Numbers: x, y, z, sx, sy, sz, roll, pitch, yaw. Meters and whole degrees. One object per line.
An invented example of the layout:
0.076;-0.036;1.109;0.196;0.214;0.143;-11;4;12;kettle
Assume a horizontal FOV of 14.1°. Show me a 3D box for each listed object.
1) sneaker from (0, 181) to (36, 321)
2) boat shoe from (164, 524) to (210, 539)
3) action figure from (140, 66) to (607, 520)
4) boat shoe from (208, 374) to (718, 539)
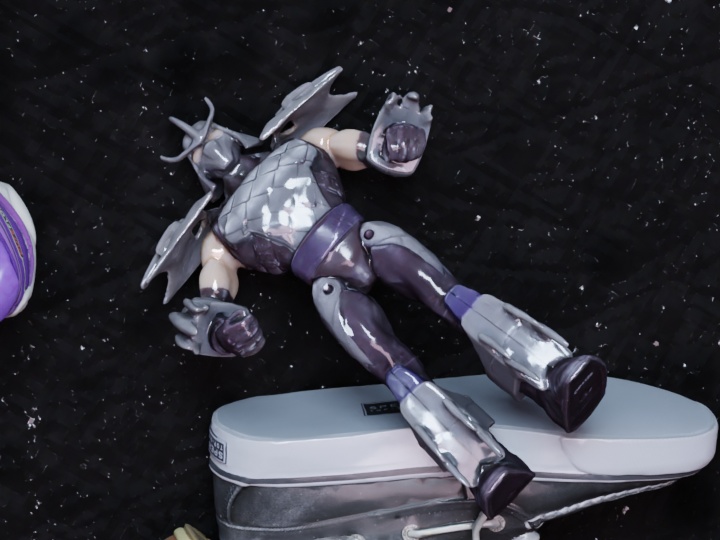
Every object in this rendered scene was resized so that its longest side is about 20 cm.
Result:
-0.200;-0.049;1.077;0.200;0.083;0.081;34;95;-13;sneaker
-0.033;0.194;1.160;0.067;0.072;0.200;-32;107;-3;boat shoe
0.000;0.000;1.098;0.200;0.069;0.130;41;94;18;action figure
0.041;0.085;1.149;0.199;0.074;0.068;-4;109;-6;boat shoe
